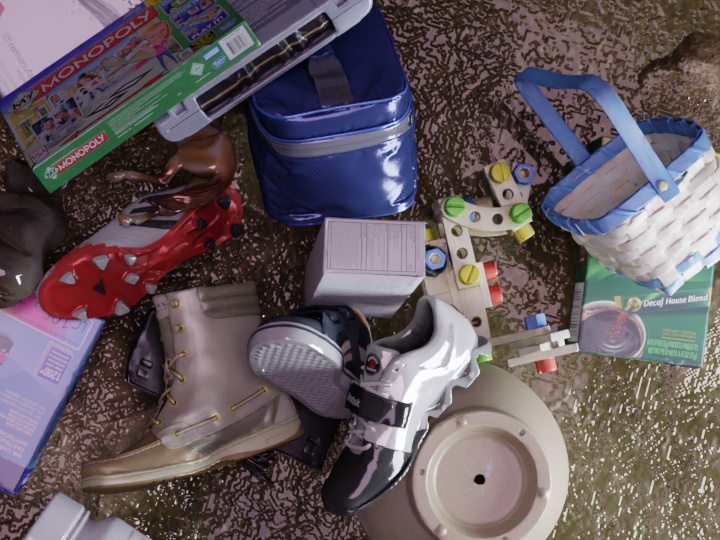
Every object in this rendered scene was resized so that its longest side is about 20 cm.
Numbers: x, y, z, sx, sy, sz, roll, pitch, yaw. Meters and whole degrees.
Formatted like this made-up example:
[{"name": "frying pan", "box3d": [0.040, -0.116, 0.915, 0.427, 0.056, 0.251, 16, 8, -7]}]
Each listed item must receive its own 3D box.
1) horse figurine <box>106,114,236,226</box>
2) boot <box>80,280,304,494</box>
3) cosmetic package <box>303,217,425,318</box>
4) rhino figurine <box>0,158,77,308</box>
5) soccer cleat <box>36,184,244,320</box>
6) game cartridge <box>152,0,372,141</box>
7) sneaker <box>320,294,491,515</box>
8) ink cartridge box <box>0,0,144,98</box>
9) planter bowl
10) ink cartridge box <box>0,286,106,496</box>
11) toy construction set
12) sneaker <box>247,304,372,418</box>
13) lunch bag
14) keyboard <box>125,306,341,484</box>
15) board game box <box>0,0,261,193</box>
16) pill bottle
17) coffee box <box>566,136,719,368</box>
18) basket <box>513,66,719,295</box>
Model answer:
[{"name": "horse figurine", "box3d": [-0.156, -0.106, 1.296, 0.133, 0.200, 0.050, -16, 134, -6]}, {"name": "boot", "box3d": [-0.158, 0.097, 1.273, 0.200, 0.072, 0.155, -15, 87, -27]}, {"name": "cosmetic package", "box3d": [0.000, 0.000, 1.271, 0.083, 0.200, 0.051, 4, 78, -6]}, {"name": "rhino figurine", "box3d": [-0.292, -0.037, 1.266, 0.087, 0.200, 0.060, 22, 125, -5]}, {"name": "soccer cleat", "box3d": [-0.193, -0.021, 1.295, 0.200, 0.085, 0.069, -32, 125, -21]}, {"name": "game cartridge", "box3d": [-0.096, -0.194, 1.234, 0.200, 0.133, 0.040, -34, 131, 0]}, {"name": "sneaker", "box3d": [0.018, 0.106, 1.242, 0.089, 0.074, 0.200, 48, 69, -31]}, {"name": "ink cartridge box", "box3d": [-0.243, -0.229, 1.313, 0.200, 0.085, 0.146, -34, 93, -8]}, {"name": "planter bowl", "box3d": [0.093, 0.177, 1.310, 0.200, 0.135, 0.200, 0, 87, -6]}, {"name": "ink cartridge box", "box3d": [-0.322, 0.101, 1.297, 0.136, 0.076, 0.200, 27, 87, -5]}, {"name": "toy construction set", "box3d": [0.117, 0.005, 1.340, 0.131, 0.092, 0.200, -12, 72, -9]}, {"name": "sneaker", "box3d": [-0.041, 0.062, 1.272, 0.078, 0.200, 0.079, -5, 68, 15]}, {"name": "lunch bag", "box3d": [-0.030, -0.148, 1.275, 0.136, 0.200, 0.132, -9, 129, -8]}, {"name": "keyboard", "box3d": [-0.118, 0.117, 1.343, 0.200, 0.040, 0.104, 27, 74, -11]}, {"name": "board game box", "box3d": [-0.189, -0.156, 1.208, 0.200, 0.135, 0.029, -36, 129, -3]}, {"name": "pill bottle", "box3d": [-0.201, 0.282, 1.283, 0.200, 0.113, 0.113, 34, 85, -5]}, {"name": "coffee box", "box3d": [0.261, -0.017, 1.380, 0.123, 0.044, 0.200, 9, 87, -5]}, {"name": "basket", "box3d": [0.217, -0.087, 1.276, 0.139, 0.176, 0.200, -43, 109, -2]}]
